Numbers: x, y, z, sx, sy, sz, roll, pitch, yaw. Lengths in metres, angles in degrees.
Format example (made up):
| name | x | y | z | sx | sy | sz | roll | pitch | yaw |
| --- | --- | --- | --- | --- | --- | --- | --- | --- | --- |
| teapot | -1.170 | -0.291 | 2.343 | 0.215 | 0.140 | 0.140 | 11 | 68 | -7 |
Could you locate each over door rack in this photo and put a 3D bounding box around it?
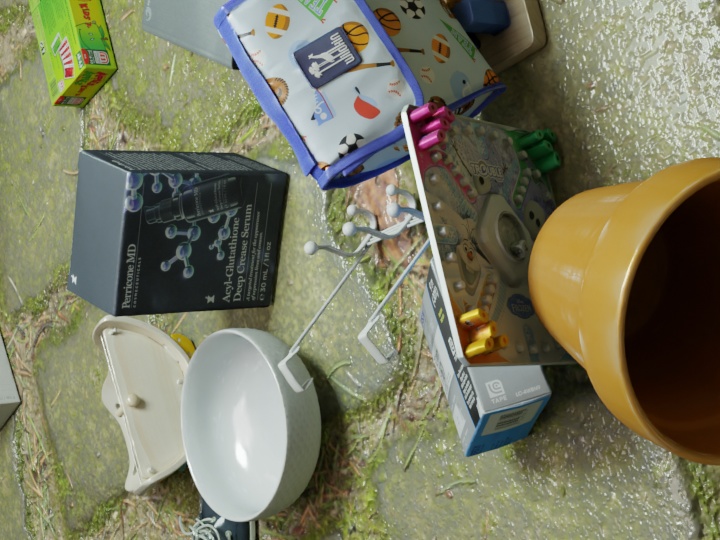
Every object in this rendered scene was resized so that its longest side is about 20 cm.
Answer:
| name | x | y | z | sx | sy | sz | roll | pitch | yaw |
| --- | --- | --- | --- | --- | --- | --- | --- | --- | --- |
| over door rack | 0.000 | 0.000 | 1.293 | 0.147 | 0.066 | 0.202 | -23 | 36 | 53 |

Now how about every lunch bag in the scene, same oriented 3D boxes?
| name | x | y | z | sx | sy | sz | roll | pitch | yaw |
| --- | --- | --- | --- | --- | --- | --- | --- | --- | --- |
| lunch bag | -0.004 | -0.167 | 1.164 | 0.171 | 0.199 | 0.124 | 57 | 139 | 8 |

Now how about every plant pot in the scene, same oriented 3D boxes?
| name | x | y | z | sx | sy | sz | roll | pitch | yaw |
| --- | --- | --- | --- | --- | --- | --- | --- | --- | --- |
| plant pot | 0.217 | 0.014 | 1.020 | 0.183 | 0.198 | 0.203 | -155 | 68 | -65 |

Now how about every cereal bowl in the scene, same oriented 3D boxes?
| name | x | y | z | sx | sy | sz | roll | pitch | yaw |
| --- | --- | --- | --- | --- | --- | --- | --- | --- | --- |
| cereal bowl | -0.104 | 0.158 | 1.495 | 0.199 | 0.083 | 0.203 | 5 | 96 | 50 |

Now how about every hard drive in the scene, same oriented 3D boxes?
| name | x | y | z | sx | sy | sz | roll | pitch | yaw |
| --- | --- | --- | --- | --- | --- | --- | --- | --- | --- |
| hard drive | -0.175 | -0.315 | 1.596 | 0.199 | 0.033 | 0.141 | 29 | 114 | 47 |

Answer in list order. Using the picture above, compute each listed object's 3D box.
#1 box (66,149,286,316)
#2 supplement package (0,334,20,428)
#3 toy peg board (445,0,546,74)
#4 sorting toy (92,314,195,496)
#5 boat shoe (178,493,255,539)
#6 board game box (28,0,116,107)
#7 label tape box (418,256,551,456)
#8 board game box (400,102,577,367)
| name | x | y | z | sx | sy | sz | roll | pitch | yaw |
| --- | --- | --- | --- | --- | --- | --- | --- | --- | --- |
| box | -0.191 | -0.042 | 1.500 | 0.107 | 0.198 | 0.151 | 23 | 110 | 48 |
| supplement package | -0.589 | 0.133 | 2.069 | 0.120 | 0.120 | 0.202 | -45 | 59 | 43 |
| toy peg board | 0.044 | -0.258 | 1.276 | 0.199 | 0.097 | 0.202 | -25 | 72 | 49 |
| sorting toy | -0.259 | 0.175 | 1.686 | 0.180 | 0.106 | 0.202 | -43 | 60 | 52 |
| boat shoe | -0.158 | 0.303 | 1.587 | 0.074 | 0.061 | 0.203 | -12 | 82 | 53 |
| board game box | -0.375 | -0.323 | 1.833 | 0.101 | 0.047 | 0.202 | -34 | 67 | 46 |
| label tape box | 0.091 | 0.040 | 1.209 | 0.144 | 0.065 | 0.202 | 95 | 156 | -70 |
| board game box | 0.118 | -0.027 | 1.121 | 0.026 | 0.199 | 0.203 | -21 | 75 | 35 |
